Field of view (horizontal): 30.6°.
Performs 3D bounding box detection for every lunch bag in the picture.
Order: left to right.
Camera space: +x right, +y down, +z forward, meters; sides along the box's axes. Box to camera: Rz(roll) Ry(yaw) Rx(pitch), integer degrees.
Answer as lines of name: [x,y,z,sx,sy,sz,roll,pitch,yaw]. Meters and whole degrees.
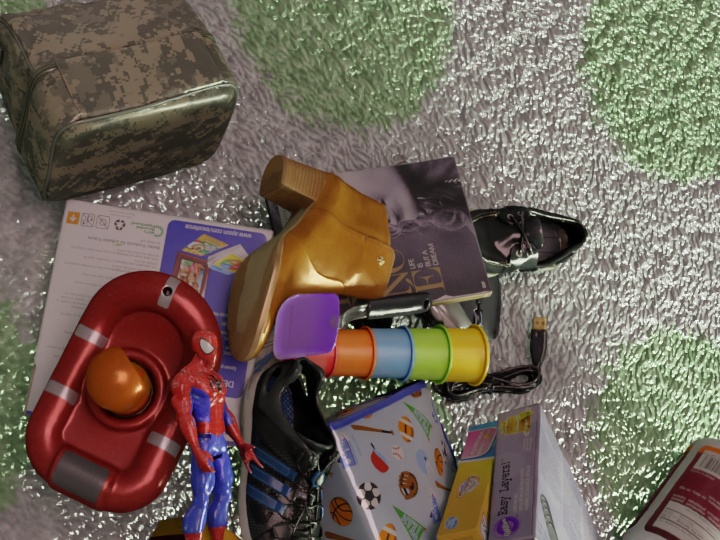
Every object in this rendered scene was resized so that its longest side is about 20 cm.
lunch bag: [-0.229,-0.178,1.202,0.198,0.140,0.169,-19,70,-30]
lunch bag: [0.024,0.207,1.246,0.199,0.123,0.172,-20,87,-51]

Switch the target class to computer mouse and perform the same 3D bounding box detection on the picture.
computer mouse: [0.141,0.036,1.384,0.139,0.046,0.203,3,78,-24]

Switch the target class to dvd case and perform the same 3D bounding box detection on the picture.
dvd case: [0.016,-0.030,1.276,0.197,0.016,0.151,-9,69,-13]

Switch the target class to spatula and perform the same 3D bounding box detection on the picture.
spatula: [-0.001,0.039,1.179,0.199,0.020,0.057,-11,111,-48]

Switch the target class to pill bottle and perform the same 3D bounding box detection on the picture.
pill bottle: [0.346,0.285,1.392,0.114,0.114,0.200,49,64,-8]

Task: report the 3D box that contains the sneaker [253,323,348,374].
sneaker: [-0.099,0.085,1.252,0.199,0.072,0.072,-39,76,-25]

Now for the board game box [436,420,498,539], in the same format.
board game box: [0.132,0.257,1.251,0.200,0.040,0.155,-60,131,-64]

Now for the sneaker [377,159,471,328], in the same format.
sneaker: [0.064,-0.022,1.326,0.081,0.075,0.202,-30,86,-10]

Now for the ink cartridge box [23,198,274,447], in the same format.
ink cartridge box: [-0.188,0.048,1.191,0.195,0.047,0.203,9,77,-2]

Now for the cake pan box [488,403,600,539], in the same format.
cake pan box: [0.180,0.260,1.248,0.201,0.052,0.185,62,24,-29]

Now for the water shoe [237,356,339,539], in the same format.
water shoe: [-0.059,0.172,1.112,0.071,0.079,0.203,10,62,-42]

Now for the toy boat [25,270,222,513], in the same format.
toy boat: [-0.195,0.094,1.089,0.129,0.131,0.202,24,75,1]

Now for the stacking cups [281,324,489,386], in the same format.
stacking cups: [0.022,0.083,1.244,0.197,0.060,0.061,0,79,-22]

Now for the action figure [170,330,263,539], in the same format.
action figure: [-0.120,0.150,1.068,0.065,0.051,0.203,0,82,-55]

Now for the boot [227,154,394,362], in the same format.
boot: [-0.036,0.006,1.184,0.143,0.070,0.204,26,64,-33]

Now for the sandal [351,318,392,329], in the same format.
sandal: [0.000,0.000,1.307,0.045,0.075,0.202,-27,89,15]

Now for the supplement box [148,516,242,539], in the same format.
supplement box: [-0.131,0.353,1.136,0.197,0.132,0.201,39,65,-13]

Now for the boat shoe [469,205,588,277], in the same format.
boat shoe: [0.169,-0.034,1.366,0.198,0.066,0.076,8,67,-46]
